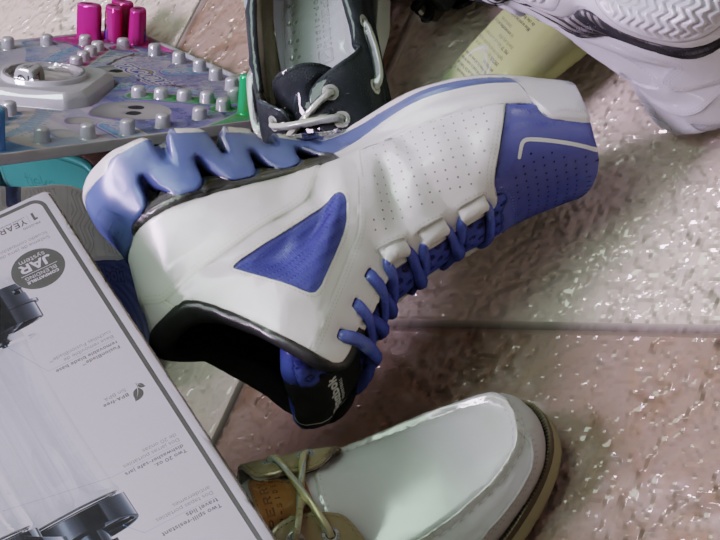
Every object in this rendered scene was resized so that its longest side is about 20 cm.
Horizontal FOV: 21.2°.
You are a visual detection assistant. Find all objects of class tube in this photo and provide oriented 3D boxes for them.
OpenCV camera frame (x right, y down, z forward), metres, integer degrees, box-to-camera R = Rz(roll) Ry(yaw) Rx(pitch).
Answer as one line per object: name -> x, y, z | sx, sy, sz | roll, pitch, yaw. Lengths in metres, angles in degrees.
tube -> 0.110, -0.132, 0.841 | 0.200, 0.058, 0.052 | -41, 69, 6

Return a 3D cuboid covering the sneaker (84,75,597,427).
sneaker -> -0.001, 0.000, 0.757 | 0.199, 0.081, 0.115 | -11, 65, -8

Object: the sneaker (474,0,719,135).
sneaker -> 0.093, -0.113, 0.771 | 0.200, 0.115, 0.075 | 28, 83, 42

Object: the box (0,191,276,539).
box -> -0.115, 0.076, 0.679 | 0.117, 0.060, 0.200 | -27, 54, -16

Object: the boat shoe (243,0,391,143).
boat shoe -> -0.020, -0.077, 0.868 | 0.076, 0.060, 0.200 | -23, 57, 20

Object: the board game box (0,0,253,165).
board game box -> -0.157, -0.098, 0.953 | 0.200, 0.026, 0.200 | -11, 23, -32

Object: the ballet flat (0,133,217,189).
ballet flat -> -0.103, -0.046, 0.942 | 0.071, 0.069, 0.200 | -32, 31, -29

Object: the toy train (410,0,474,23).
toy train -> 0.079, -0.202, 0.940 | 0.046, 0.034, 0.200 | 18, 68, 52

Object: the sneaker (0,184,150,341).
sneaker -> -0.194, 0.003, 0.859 | 0.115, 0.199, 0.081 | -17, 64, 40

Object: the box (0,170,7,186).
box -> -0.252, 0.031, 1.005 | 0.200, 0.049, 0.082 | -40, 39, 5

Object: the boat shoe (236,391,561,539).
boat shoe -> -0.019, 0.105, 0.718 | 0.200, 0.068, 0.075 | -36, 39, 10
